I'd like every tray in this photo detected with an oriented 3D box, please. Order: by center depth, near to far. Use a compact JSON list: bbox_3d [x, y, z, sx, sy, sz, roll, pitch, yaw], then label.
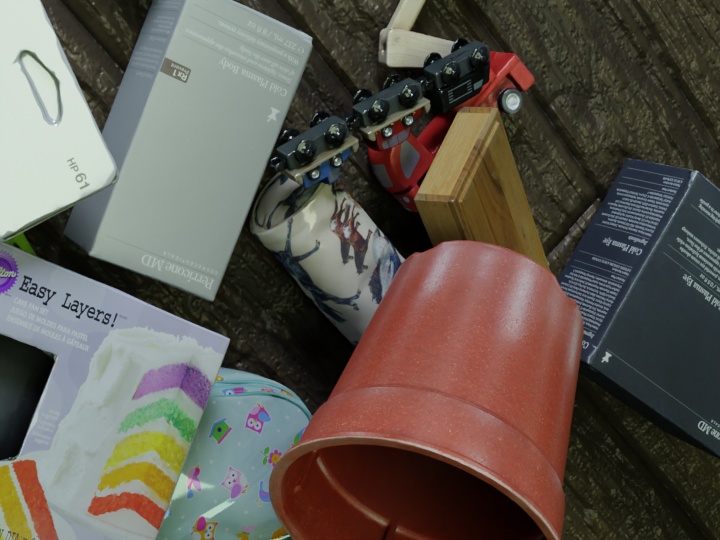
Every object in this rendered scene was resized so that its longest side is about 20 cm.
[{"bbox_3d":[0.104,-0.018,0.990,0.099,0.037,0.201,-62,142,-34],"label":"tray"}]

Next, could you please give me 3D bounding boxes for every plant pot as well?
[{"bbox_3d":[0.063,0.100,0.864,0.201,0.199,0.197,46,46,-25],"label":"plant pot"}]

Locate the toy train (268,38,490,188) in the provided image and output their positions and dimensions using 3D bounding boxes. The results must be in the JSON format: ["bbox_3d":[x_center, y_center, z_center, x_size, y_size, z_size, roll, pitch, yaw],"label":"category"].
[{"bbox_3d":[0.018,-0.113,0.930,0.198,0.034,0.046,-30,129,-22],"label":"toy train"}]

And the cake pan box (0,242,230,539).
[{"bbox_3d":[-0.198,0.092,0.784,0.199,0.052,0.187,28,78,-36],"label":"cake pan box"}]

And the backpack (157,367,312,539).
[{"bbox_3d":[-0.128,0.144,0.929,0.197,0.126,0.170,0,98,-27],"label":"backpack"}]

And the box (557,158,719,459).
[{"bbox_3d":[0.279,0.036,1.101,0.199,0.104,0.184,34,85,-26],"label":"box"}]

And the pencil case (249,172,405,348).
[{"bbox_3d":[0.000,0.000,0.983,0.200,0.077,0.090,48,64,-24],"label":"pencil case"}]

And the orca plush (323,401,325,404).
[{"bbox_3d":[0.005,0.169,0.996,0.071,0.200,0.105,-43,72,7],"label":"orca plush"}]

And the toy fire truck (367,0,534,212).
[{"bbox_3d":[0.062,-0.164,0.993,0.141,0.049,0.201,44,83,-25],"label":"toy fire truck"}]

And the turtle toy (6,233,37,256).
[{"bbox_3d":[-0.259,0.065,0.839,0.099,0.146,0.204,-3,102,-17],"label":"turtle toy"}]

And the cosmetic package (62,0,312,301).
[{"bbox_3d":[-0.125,-0.092,0.904,0.106,0.090,0.203,19,90,-29],"label":"cosmetic package"}]

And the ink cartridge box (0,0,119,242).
[{"bbox_3d":[-0.232,-0.115,0.787,0.084,0.200,0.146,-29,111,-16],"label":"ink cartridge box"}]

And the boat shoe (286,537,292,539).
[{"bbox_3d":[-0.066,0.294,0.991,0.061,0.073,0.203,-2,72,-6],"label":"boat shoe"}]
